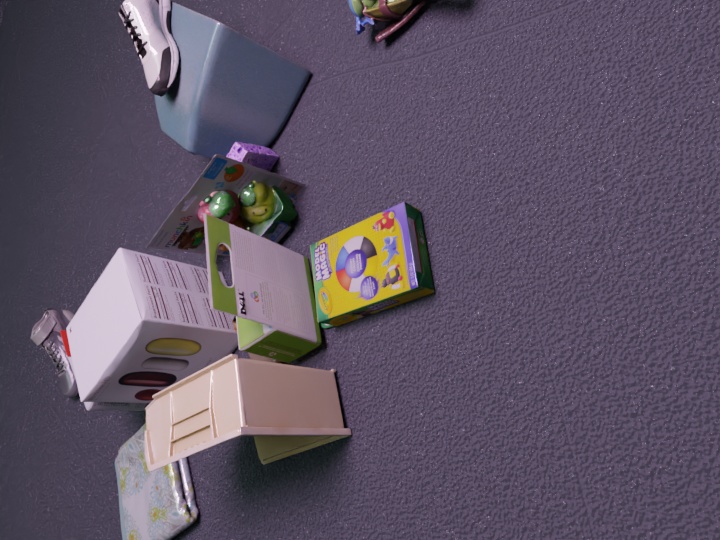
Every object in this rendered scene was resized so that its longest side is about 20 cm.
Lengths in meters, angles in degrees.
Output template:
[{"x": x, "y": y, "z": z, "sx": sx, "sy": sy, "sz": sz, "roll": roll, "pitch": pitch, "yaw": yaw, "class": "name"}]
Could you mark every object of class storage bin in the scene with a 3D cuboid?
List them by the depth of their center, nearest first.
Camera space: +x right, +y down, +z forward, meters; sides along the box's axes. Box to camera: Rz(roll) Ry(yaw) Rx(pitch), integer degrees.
[{"x": -0.152, "y": 0.197, "z": 0.737, "sx": 0.196, "sy": 0.198, "sz": 0.096, "roll": -28, "pitch": 62, "yaw": 30, "class": "storage bin"}]

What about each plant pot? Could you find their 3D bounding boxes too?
[{"x": -0.238, "y": -0.298, "z": 0.937, "sx": 0.195, "sy": 0.193, "sz": 0.205, "roll": 35, "pitch": 106, "yaw": 38, "class": "plant pot"}]

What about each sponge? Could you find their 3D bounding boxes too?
[{"x": -0.223, "y": -0.120, "z": 0.927, "sx": 0.030, "sy": 0.111, "sz": 0.202, "roll": 39, "pitch": 107, "yaw": 9, "class": "sponge"}]

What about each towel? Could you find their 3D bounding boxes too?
[{"x": -0.364, "y": 0.373, "z": 0.966, "sx": 0.170, "sy": 0.048, "sz": 0.204, "roll": -41, "pitch": 58, "yaw": 25, "class": "towel"}]

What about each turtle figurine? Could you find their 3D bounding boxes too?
[{"x": 0.056, "y": -0.434, "z": 0.757, "sx": 0.190, "sy": 0.142, "sz": 0.207, "roll": 14, "pitch": 91, "yaw": 36, "class": "turtle figurine"}]

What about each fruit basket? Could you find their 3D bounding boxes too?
[{"x": -0.194, "y": -0.081, "z": 0.840, "sx": 0.185, "sy": 0.198, "sz": 0.095, "roll": -44, "pitch": 71, "yaw": 21, "class": "fruit basket"}]

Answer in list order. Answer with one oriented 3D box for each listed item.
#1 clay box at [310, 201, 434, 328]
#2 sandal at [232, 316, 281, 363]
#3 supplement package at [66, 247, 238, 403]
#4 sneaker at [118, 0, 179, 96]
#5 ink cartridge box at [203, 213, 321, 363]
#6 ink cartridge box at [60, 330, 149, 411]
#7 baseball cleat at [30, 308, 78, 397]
[{"x": 0.000, "y": 0.000, "z": 0.759, "sx": 0.196, "sy": 0.047, "sz": 0.118, "roll": -22, "pitch": 67, "yaw": 33, "class": "clay box"}, {"x": -0.175, "y": 0.069, "z": 0.880, "sx": 0.080, "sy": 0.053, "sz": 0.204, "roll": -39, "pitch": 58, "yaw": 25, "class": "sandal"}, {"x": -0.333, "y": 0.101, "z": 0.907, "sx": 0.192, "sy": 0.198, "sz": 0.149, "roll": -47, "pitch": 55, "yaw": 20, "class": "supplement package"}, {"x": -0.335, "y": -0.368, "z": 0.859, "sx": 0.073, "sy": 0.079, "sz": 0.206, "roll": -22, "pitch": 75, "yaw": 39, "class": "sneaker"}, {"x": -0.153, "y": 0.029, "z": 0.770, "sx": 0.075, "sy": 0.198, "sz": 0.151, "roll": -31, "pitch": 55, "yaw": 28, "class": "ink cartridge box"}, {"x": -0.434, "y": 0.166, "z": 0.998, "sx": 0.048, "sy": 0.158, "sz": 0.200, "roll": -54, "pitch": 53, "yaw": 15, "class": "ink cartridge box"}, {"x": -0.676, "y": 0.183, "z": 1.225, "sx": 0.069, "sy": 0.106, "sz": 0.205, "roll": -31, "pitch": 64, "yaw": 22, "class": "baseball cleat"}]
